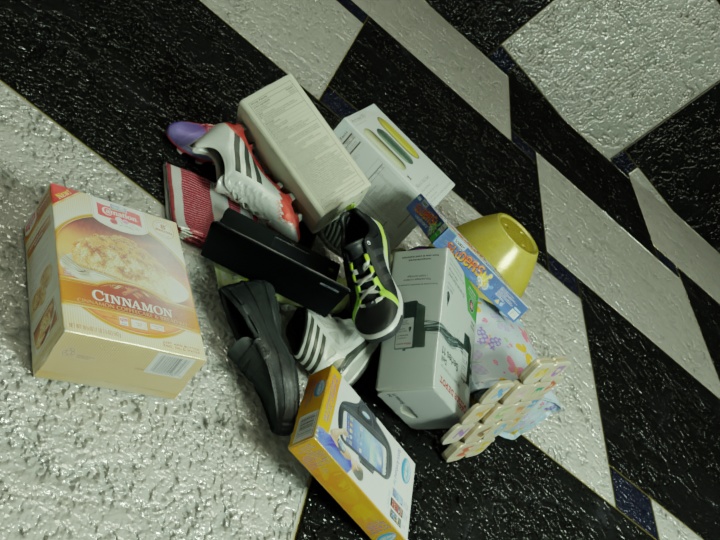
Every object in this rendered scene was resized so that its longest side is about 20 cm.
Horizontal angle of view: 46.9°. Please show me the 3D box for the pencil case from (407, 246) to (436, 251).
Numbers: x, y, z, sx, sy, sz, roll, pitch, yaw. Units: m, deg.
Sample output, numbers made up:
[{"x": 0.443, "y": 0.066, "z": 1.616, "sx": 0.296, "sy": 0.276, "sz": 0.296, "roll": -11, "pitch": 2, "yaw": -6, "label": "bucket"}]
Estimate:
[{"x": 0.115, "y": 0.007, "z": 1.317, "sx": 0.092, "sy": 0.085, "sz": 0.200, "roll": 44, "pitch": 9, "yaw": 7, "label": "pencil case"}]

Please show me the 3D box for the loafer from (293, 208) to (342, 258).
[{"x": -0.040, "y": -0.081, "z": 1.265, "sx": 0.200, "sy": 0.076, "sz": 0.069, "roll": 40, "pitch": 16, "yaw": 26, "label": "loafer"}]

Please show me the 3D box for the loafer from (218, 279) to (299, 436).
[{"x": -0.119, "y": 0.099, "z": 0.960, "sx": 0.070, "sy": 0.068, "sz": 0.202, "roll": -2, "pitch": 55, "yaw": -26, "label": "loafer"}]

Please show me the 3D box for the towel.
[{"x": -0.179, "y": -0.068, "z": 1.147, "sx": 0.199, "sy": 0.023, "sz": 0.145, "roll": 23, "pitch": 33, "yaw": -35, "label": "towel"}]

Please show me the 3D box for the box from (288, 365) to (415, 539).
[{"x": 0.003, "y": 0.217, "z": 0.934, "sx": 0.200, "sy": 0.041, "sz": 0.119, "roll": 50, "pitch": 27, "yaw": -22, "label": "box"}]

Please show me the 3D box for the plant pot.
[{"x": 0.242, "y": -0.022, "z": 1.524, "sx": 0.199, "sy": 0.142, "sz": 0.201, "roll": 33, "pitch": 29, "yaw": -21, "label": "plant pot"}]

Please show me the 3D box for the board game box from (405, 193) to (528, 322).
[{"x": 0.160, "y": -0.019, "z": 1.252, "sx": 0.200, "sy": 0.034, "sz": 0.136, "roll": 42, "pitch": 10, "yaw": -29, "label": "board game box"}]

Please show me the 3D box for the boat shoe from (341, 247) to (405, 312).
[{"x": 0.017, "y": 0.010, "z": 1.263, "sx": 0.063, "sy": 0.074, "sz": 0.201, "roll": 18, "pitch": 29, "yaw": 16, "label": "boat shoe"}]

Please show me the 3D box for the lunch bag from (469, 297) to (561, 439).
[{"x": 0.185, "y": 0.142, "z": 1.246, "sx": 0.199, "sy": 0.127, "sz": 0.171, "roll": 30, "pitch": 31, "yaw": -45, "label": "lunch bag"}]

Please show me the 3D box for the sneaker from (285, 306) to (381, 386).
[{"x": -0.025, "y": 0.071, "z": 1.097, "sx": 0.115, "sy": 0.076, "sz": 0.201, "roll": 44, "pitch": 33, "yaw": -3, "label": "sneaker"}]

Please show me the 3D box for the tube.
[{"x": -0.107, "y": 0.017, "z": 1.103, "sx": 0.199, "sy": 0.052, "sz": 0.058, "roll": 15, "pitch": -1, "yaw": -35, "label": "tube"}]

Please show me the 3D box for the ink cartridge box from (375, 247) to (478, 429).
[{"x": 0.093, "y": 0.093, "z": 1.101, "sx": 0.147, "sy": 0.082, "sz": 0.202, "roll": 50, "pitch": 43, "yaw": -52, "label": "ink cartridge box"}]

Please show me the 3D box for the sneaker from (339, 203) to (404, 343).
[{"x": 0.000, "y": 0.000, "z": 1.063, "sx": 0.083, "sy": 0.071, "sz": 0.201, "roll": 45, "pitch": 26, "yaw": -45, "label": "sneaker"}]

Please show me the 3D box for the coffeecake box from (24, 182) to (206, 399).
[{"x": -0.258, "y": 0.021, "z": 0.860, "sx": 0.153, "sy": 0.073, "sz": 0.201, "roll": 18, "pitch": 37, "yaw": -39, "label": "coffeecake box"}]

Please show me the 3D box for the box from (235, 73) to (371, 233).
[{"x": -0.083, "y": -0.165, "z": 1.174, "sx": 0.095, "sy": 0.078, "sz": 0.201, "roll": -32, "pitch": 83, "yaw": -20, "label": "box"}]

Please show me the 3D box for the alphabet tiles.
[{"x": 0.194, "y": 0.186, "z": 1.111, "sx": 0.195, "sy": 0.200, "sz": 0.015, "roll": 4, "pitch": 41, "yaw": -53, "label": "alphabet tiles"}]

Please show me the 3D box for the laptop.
[{"x": -0.097, "y": -0.029, "z": 1.035, "sx": 0.176, "sy": 0.104, "sz": 0.201, "roll": 27, "pitch": 30, "yaw": -8, "label": "laptop"}]

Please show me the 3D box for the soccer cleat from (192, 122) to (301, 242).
[{"x": -0.157, "y": -0.114, "z": 1.159, "sx": 0.085, "sy": 0.069, "sz": 0.201, "roll": -33, "pitch": 90, "yaw": -26, "label": "soccer cleat"}]

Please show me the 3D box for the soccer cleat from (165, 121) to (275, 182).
[{"x": -0.186, "y": -0.188, "z": 1.226, "sx": 0.199, "sy": 0.077, "sz": 0.067, "roll": 19, "pitch": 36, "yaw": -27, "label": "soccer cleat"}]

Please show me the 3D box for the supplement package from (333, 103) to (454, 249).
[{"x": 0.024, "y": -0.145, "z": 1.387, "sx": 0.200, "sy": 0.151, "sz": 0.152, "roll": 44, "pitch": 28, "yaw": 1, "label": "supplement package"}]
